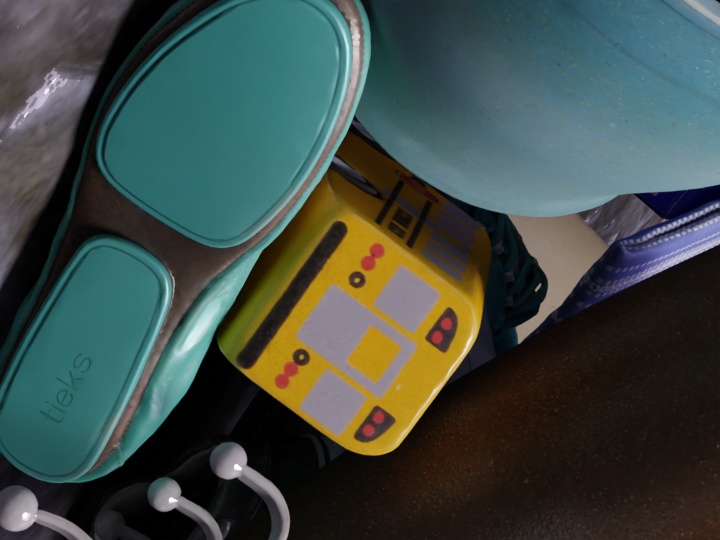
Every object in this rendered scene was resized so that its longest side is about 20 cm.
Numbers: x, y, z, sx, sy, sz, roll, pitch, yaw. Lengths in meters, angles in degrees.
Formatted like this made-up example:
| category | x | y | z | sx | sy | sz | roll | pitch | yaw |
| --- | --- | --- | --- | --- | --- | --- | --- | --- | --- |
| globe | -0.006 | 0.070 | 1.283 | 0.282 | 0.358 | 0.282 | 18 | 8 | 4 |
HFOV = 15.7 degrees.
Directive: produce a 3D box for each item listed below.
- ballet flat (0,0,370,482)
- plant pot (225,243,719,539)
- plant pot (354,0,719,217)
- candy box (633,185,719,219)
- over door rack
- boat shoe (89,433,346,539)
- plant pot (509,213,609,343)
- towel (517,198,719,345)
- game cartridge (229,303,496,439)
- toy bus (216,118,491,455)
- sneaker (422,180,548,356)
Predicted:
| category | x | y | z | sx | sy | sz | roll | pitch | yaw |
| --- | --- | --- | --- | --- | --- | --- | --- | --- | --- |
| ballet flat | -0.054 | -0.023 | 0.788 | 0.201 | 0.067 | 0.070 | -57 | -179 | 30 |
| plant pot | 0.054 | 0.110 | 0.868 | 0.199 | 0.188 | 0.187 | -17 | 167 | 5 |
| plant pot | 0.079 | -0.108 | 0.737 | 0.200 | 0.200 | 0.188 | -43 | -178 | -33 |
| candy box | 0.178 | -0.103 | 1.086 | 0.169 | 0.077 | 0.200 | -50 | 163 | 13 |
| over door rack | -0.131 | 0.119 | 0.801 | 0.199 | 0.067 | 0.148 | -32 | 179 | -24 |
| boat shoe | -0.072 | 0.104 | 1.011 | 0.200 | 0.071 | 0.073 | -41 | -143 | 47 |
| plant pot | 0.107 | 0.087 | 1.271 | 0.187 | 0.200 | 0.188 | -48 | 166 | -16 |
| towel | 0.082 | 0.031 | 1.048 | 0.144 | 0.024 | 0.200 | -22 | 160 | -49 |
| game cartridge | -0.013 | 0.087 | 1.032 | 0.041 | 0.134 | 0.200 | 18 | 127 | -28 |
| toy bus | 0.000 | 0.000 | 0.891 | 0.065 | 0.078 | 0.200 | -55 | -179 | 9 |
| sneaker | 0.046 | -0.014 | 1.074 | 0.078 | 0.079 | 0.200 | -47 | 164 | -19 |
